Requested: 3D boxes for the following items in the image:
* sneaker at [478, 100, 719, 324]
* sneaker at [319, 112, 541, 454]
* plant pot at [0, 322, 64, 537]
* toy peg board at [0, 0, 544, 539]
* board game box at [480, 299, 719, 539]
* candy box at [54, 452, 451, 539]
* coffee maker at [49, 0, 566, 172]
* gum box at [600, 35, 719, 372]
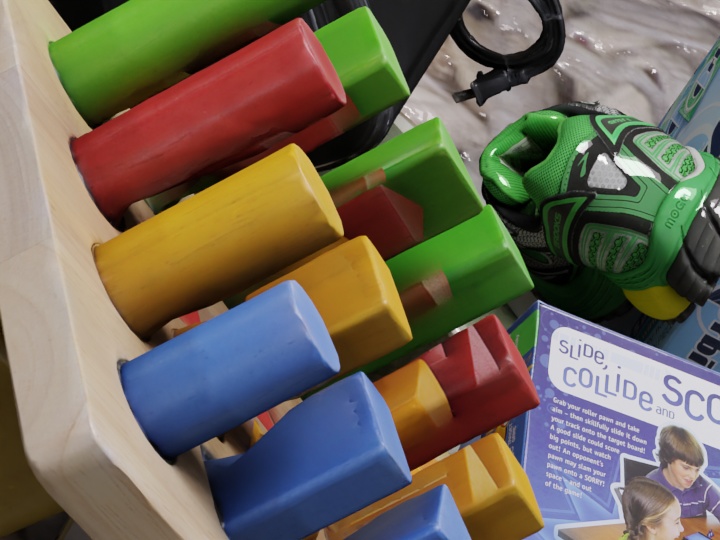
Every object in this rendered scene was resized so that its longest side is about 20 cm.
[{"bbox_3d":[0.084,-0.033,0.921,0.085,0.078,0.200,32,-6,-7],"label":"sneaker"},{"bbox_3d":[0.000,0.000,0.896,0.200,0.067,0.090,50,34,18],"label":"sneaker"},{"bbox_3d":[-0.203,-0.014,0.632,0.194,0.200,0.196,47,18,-49],"label":"plant pot"},{"bbox_3d":[-0.010,0.016,0.652,0.200,0.098,0.199,54,11,-42],"label":"toy peg board"},{"bbox_3d":[0.129,0.104,0.778,0.200,0.034,0.136,22,53,-17],"label":"board game box"},{"bbox_3d":[0.011,0.115,0.782,0.200,0.055,0.115,39,38,7],"label":"candy box"},{"bbox_3d":[-0.006,-0.110,0.827,0.192,0.135,0.200,49,38,-11],"label":"coffee maker"},{"bbox_3d":[0.152,-0.032,0.961,0.044,0.170,0.200,26,37,-7],"label":"gum box"}]
